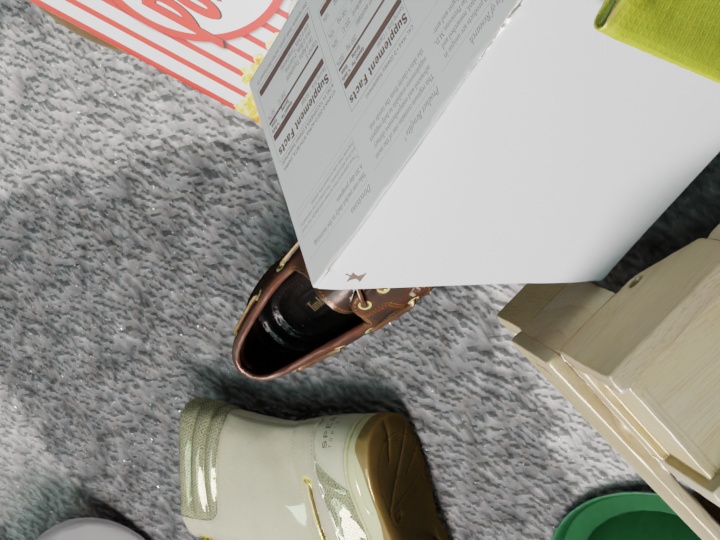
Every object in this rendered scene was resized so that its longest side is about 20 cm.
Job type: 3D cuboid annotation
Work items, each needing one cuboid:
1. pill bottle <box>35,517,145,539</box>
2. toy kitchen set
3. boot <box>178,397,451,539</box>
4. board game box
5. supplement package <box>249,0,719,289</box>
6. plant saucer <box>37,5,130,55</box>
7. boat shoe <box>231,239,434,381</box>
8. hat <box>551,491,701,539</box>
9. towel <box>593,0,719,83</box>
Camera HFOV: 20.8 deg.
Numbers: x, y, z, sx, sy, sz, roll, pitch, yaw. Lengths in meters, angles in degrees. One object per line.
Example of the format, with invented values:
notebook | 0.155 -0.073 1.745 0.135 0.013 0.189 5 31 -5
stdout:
pill bottle | -0.213 0.260 1.356 0.113 0.113 0.200 41 138 -1
toy kitchen set | 0.196 0.033 0.907 0.163 0.180 0.200 46 177 -11
boot | -0.025 0.167 1.176 0.153 0.072 0.202 4 121 33
board game box | -0.051 -0.149 0.912 0.199 0.047 0.152 27 135 -6
supplement package | 0.070 -0.092 0.807 0.200 0.154 0.112 -52 48 48
plant saucer | -0.126 -0.189 0.983 0.198 0.030 0.202 19 133 21
boat shoe | 0.000 0.000 1.020 0.070 0.070 0.200 43 136 -2
hat | 0.154 0.245 1.032 0.200 0.176 0.166 39 138 1
towel | 0.179 -0.096 0.732 0.018 0.199 0.087 45 113 50
